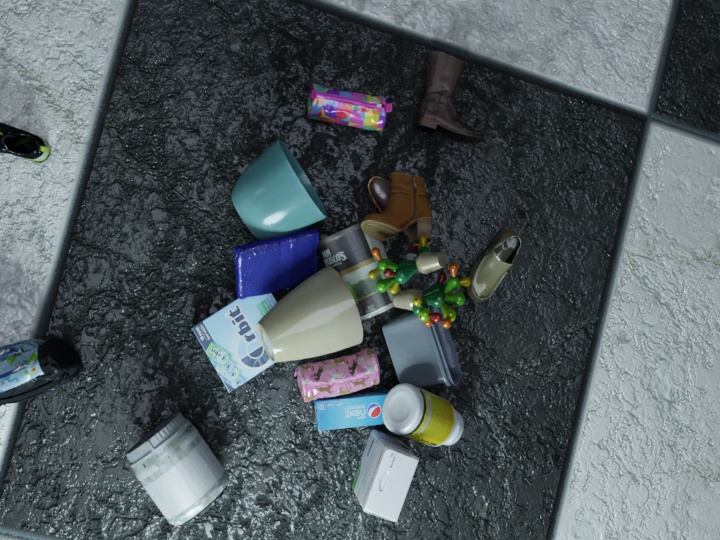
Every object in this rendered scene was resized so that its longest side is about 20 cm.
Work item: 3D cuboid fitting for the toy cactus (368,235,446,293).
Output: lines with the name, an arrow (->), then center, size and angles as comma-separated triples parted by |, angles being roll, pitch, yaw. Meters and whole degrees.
toy cactus -> 0.113, -0.021, 1.620 | 0.198, 0.163, 0.105 | -25, 101, -46

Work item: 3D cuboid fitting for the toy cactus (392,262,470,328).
toy cactus -> 0.144, 0.056, 1.619 | 0.162, 0.201, 0.104 | -3, 120, 29

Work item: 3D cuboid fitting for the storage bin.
storage bin -> 0.142, 0.177, 1.761 | 0.132, 0.145, 0.205 | -17, 92, 18

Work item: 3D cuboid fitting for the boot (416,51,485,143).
boot -> 0.235, -0.424, 1.821 | 0.182, 0.064, 0.205 | 14, 82, -11

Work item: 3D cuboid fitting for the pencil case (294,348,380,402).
pencil case -> -0.053, 0.242, 1.744 | 0.195, 0.087, 0.085 | -13, 110, -10

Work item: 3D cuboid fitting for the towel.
towel -> -0.188, -0.019, 1.679 | 0.196, 0.050, 0.150 | -15, 134, -23

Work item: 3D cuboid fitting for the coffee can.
coffee can -> 0.000, 0.000, 1.725 | 0.144, 0.146, 0.204 | -23, 92, -9

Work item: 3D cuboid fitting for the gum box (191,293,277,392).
gum box -> -0.261, 0.151, 1.731 | 0.198, 0.045, 0.172 | -31, 94, -9

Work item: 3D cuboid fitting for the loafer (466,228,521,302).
loafer -> 0.323, -0.015, 1.817 | 0.075, 0.067, 0.203 | 30, 84, -7

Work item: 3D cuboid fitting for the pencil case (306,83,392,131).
pencil case -> -0.028, -0.383, 1.763 | 0.195, 0.088, 0.091 | 6, 88, -8

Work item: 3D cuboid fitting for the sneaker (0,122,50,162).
sneaker -> -0.776, -0.291, 1.639 | 0.195, 0.083, 0.074 | 11, 87, -9

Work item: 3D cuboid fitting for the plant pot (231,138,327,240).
plant pot -> -0.191, -0.161, 1.680 | 0.159, 0.201, 0.203 | -33, 94, 5

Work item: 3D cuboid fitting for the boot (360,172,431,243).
boot -> 0.077, -0.149, 1.693 | 0.197, 0.073, 0.159 | 9, 69, -38

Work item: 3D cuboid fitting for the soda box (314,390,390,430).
soda box -> -0.008, 0.326, 1.758 | 0.195, 0.064, 0.070 | -4, 90, -9

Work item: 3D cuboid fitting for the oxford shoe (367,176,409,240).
oxford shoe -> 0.097, -0.148, 1.781 | 0.200, 0.073, 0.071 | 44, 82, -5

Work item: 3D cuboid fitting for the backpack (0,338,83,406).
backpack -> -0.726, 0.217, 1.610 | 0.198, 0.163, 0.155 | -35, 85, -1

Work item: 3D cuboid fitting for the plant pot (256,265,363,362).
plant pot -> -0.122, 0.117, 1.663 | 0.197, 0.187, 0.191 | -24, 92, -20

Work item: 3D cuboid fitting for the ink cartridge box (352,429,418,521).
ink cartridge box -> 0.053, 0.458, 1.696 | 0.082, 0.200, 0.148 | 21, 86, -7

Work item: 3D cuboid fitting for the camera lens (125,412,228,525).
camera lens -> -0.397, 0.437, 1.645 | 0.159, 0.160, 0.202 | -36, 94, -8

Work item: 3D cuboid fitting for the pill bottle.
pill bottle -> 0.149, 0.338, 1.723 | 0.198, 0.111, 0.115 | 29, 83, -42
